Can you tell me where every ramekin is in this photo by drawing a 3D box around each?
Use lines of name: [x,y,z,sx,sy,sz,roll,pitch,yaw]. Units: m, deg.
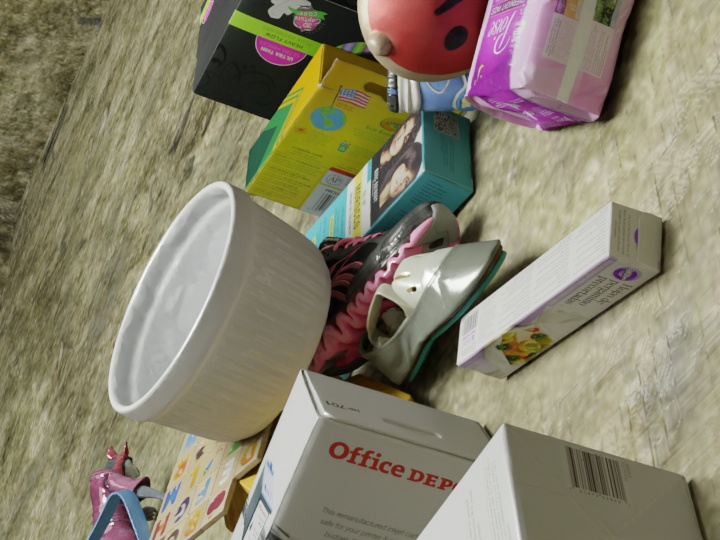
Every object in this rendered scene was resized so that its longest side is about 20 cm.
ramekin: [-0.108,0.040,1.281,0.200,0.105,0.201,-49,26,34]

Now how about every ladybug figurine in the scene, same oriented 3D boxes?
ladybug figurine: [0.080,-0.222,1.218,0.200,0.136,0.072,-47,23,-25]

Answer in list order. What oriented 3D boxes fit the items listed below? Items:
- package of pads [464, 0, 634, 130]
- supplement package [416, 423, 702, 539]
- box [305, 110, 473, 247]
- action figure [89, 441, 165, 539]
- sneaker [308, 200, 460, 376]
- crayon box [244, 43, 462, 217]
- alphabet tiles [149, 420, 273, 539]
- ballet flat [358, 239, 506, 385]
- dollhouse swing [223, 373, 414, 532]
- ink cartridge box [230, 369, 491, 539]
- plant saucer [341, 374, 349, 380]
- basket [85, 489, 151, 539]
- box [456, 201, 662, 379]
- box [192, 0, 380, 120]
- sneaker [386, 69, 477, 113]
package of pads: [0.143,-0.204,1.140,0.120,0.075,0.201,-179,105,-73]
supplement package: [0.087,0.202,0.876,0.200,0.121,0.120,-58,24,35]
box: [0.020,-0.048,1.361,0.200,0.049,0.083,-47,31,42]
action figure: [-0.282,0.290,1.817,0.134,0.148,0.201,123,142,-53]
sneaker: [0.000,0.000,1.302,0.200,0.079,0.096,-48,59,34]
crayon box: [-0.006,-0.121,1.410,0.200,0.126,0.051,-48,31,49]
alphabet tiles: [-0.116,0.146,1.332,0.166,0.006,0.201,-41,22,37]
ballet flat: [0.043,0.025,1.193,0.068,0.064,0.200,-55,-1,-33]
dollhouse swing: [-0.012,0.212,1.281,0.181,0.176,0.200,-33,13,-13]
ink cartridge box: [-0.006,0.188,1.109,0.086,0.146,0.201,-122,53,-68]
plant saucer: [-0.046,0.051,1.510,0.200,0.036,0.201,-54,27,43]
basket: [-0.228,0.341,1.580,0.201,0.138,0.177,57,134,27]
box: [0.126,0.018,1.052,0.200,0.038,0.042,136,146,-55]
box: [-0.032,-0.216,1.447,0.125,0.199,0.149,-91,26,-43]
sneaker: [0.083,-0.193,1.321,0.076,0.077,0.201,84,-158,-48]
